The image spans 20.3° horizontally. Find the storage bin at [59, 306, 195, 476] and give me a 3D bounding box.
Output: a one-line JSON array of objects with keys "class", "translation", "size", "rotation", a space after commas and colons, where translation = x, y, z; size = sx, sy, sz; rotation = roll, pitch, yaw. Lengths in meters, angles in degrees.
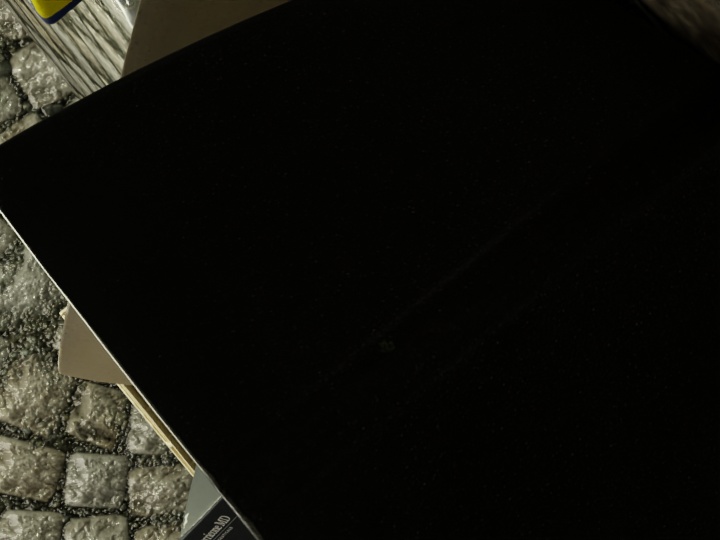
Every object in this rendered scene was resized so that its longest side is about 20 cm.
[{"class": "storage bin", "translation": [-0.097, 0.050, 1.606], "size": [0.199, 0.200, 0.094], "rotation": [52, 171, -12]}]

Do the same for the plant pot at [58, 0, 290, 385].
[{"class": "plant pot", "translation": [-0.025, -0.042, 0.760], "size": [0.134, 0.202, 0.200], "rotation": [15, 176, -5]}]

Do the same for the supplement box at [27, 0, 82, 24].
[{"class": "supplement box", "translation": [-0.134, -0.199, 0.845], "size": [0.109, 0.109, 0.200], "rotation": [50, 173, 4]}]

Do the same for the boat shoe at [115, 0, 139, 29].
[{"class": "boat shoe", "translation": [-0.156, -0.198, 1.187], "size": [0.200, 0.068, 0.072], "rotation": [47, 173, 30]}]

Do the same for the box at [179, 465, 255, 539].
[{"class": "box", "translation": [0.007, 0.097, 1.051], "size": [0.140, 0.079, 0.200], "rotation": [19, 146, -16]}]

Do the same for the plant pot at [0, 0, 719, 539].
[{"class": "plant pot", "translation": [0.031, 0.017, 0.606], "size": [0.199, 0.177, 0.200], "rotation": [43, 171, 50]}]
